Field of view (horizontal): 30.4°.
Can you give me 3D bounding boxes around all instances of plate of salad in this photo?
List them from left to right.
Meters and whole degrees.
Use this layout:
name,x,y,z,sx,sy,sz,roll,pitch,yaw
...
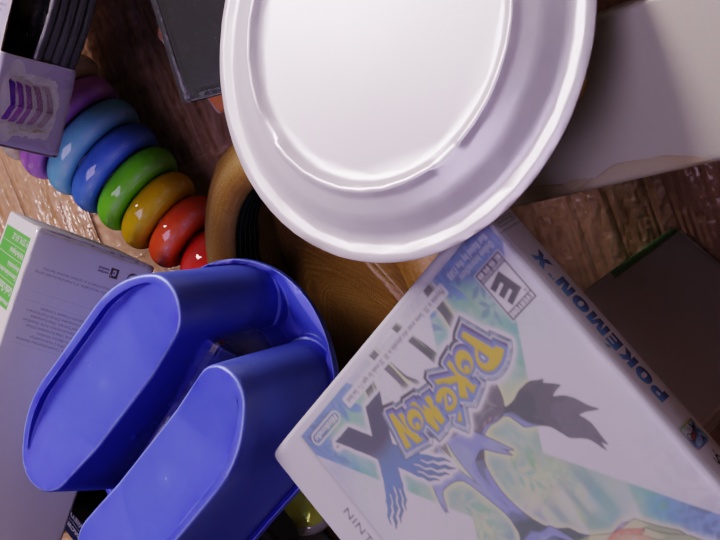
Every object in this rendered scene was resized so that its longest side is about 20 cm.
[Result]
name,x,y,z,sx,sy,sz,roll,pitch,yaw
plate of salad,0.018,-0.104,0.577,0.198,0.048,0.203,-2,87,38

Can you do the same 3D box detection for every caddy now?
name,x,y,z,sx,sy,sz,roll,pitch,yaw
caddy,-0.097,0.086,0.752,0.200,0.104,0.142,-50,66,25

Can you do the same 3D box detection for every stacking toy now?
name,x,y,z,sx,sy,sz,roll,pitch,yaw
stacking toy,-0.144,-0.048,0.871,0.200,0.085,0.086,43,130,10

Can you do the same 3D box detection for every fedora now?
name,x,y,z,sx,sy,sz,roll,pitch,yaw
fedora,0.000,0.000,0.765,0.199,0.082,0.203,17,120,31

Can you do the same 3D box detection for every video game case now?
name,x,y,z,sx,sy,sz,roll,pitch,yaw
video game case,0.063,0.099,0.597,0.183,0.022,0.200,49,131,12

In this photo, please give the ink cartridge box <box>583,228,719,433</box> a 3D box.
name,x,y,z,sx,sy,sz,roll,pitch,yaw
ink cartridge box,0.109,0.095,0.672,0.084,0.144,0.201,42,129,17

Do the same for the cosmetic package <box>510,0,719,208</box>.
name,x,y,z,sx,sy,sz,roll,pitch,yaw
cosmetic package,0.143,-0.088,0.569,0.199,0.103,0.074,-9,104,56

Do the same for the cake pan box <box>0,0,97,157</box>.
name,x,y,z,sx,sy,sz,roll,pitch,yaw
cake pan box,-0.206,-0.173,0.790,0.199,0.052,0.187,23,102,59

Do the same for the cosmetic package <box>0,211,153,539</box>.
name,x,y,z,sx,sy,sz,roll,pitch,yaw
cosmetic package,-0.212,0.074,0.856,0.107,0.084,0.202,15,85,64

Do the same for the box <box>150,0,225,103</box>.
name,x,y,z,sx,sy,sz,roll,pitch,yaw
box,-0.037,-0.195,0.648,0.198,0.047,0.196,-6,103,39

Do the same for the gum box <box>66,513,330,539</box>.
name,x,y,z,sx,sy,sz,roll,pitch,yaw
gum box,-0.127,0.194,0.977,0.170,0.044,0.200,49,131,11

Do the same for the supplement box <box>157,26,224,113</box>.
name,x,y,z,sx,sy,sz,roll,pitch,yaw
supplement box,-0.032,-0.176,0.726,0.067,0.069,0.200,52,134,6

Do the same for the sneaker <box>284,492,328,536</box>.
name,x,y,z,sx,sy,sz,roll,pitch,yaw
sneaker,-0.090,0.093,0.867,0.075,0.076,0.200,-42,79,-4

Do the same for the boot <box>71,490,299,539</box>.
name,x,y,z,sx,sy,sz,roll,pitch,yaw
boot,-0.155,0.198,0.848,0.209,0.158,0.080,6,140,42
